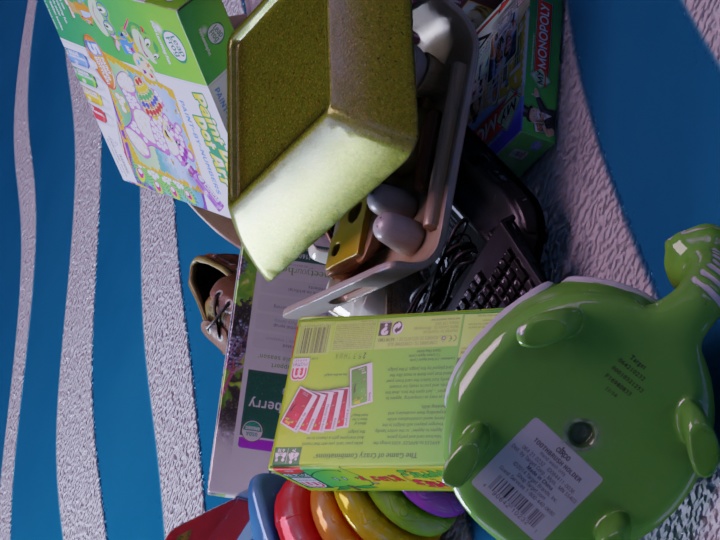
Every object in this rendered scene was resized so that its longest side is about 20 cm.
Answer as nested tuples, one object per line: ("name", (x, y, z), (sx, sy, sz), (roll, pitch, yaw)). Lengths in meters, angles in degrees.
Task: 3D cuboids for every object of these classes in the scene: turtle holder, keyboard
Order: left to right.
("keyboard", (0.055, 0.048, 1.509), (0.104, 0.039, 0.200), (62, 142, 31))
("turtle holder", (0.119, 0.056, 1.259), (0.132, 0.140, 0.186), (-81, 4, -77))

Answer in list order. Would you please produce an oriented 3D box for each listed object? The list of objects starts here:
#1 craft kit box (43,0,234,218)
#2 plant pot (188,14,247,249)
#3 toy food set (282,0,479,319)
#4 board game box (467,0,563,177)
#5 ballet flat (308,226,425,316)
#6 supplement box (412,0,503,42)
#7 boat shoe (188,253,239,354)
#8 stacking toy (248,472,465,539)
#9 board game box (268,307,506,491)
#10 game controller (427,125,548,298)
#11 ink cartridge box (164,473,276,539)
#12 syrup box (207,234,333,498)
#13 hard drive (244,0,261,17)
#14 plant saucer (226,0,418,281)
("craft kit box", (-0.148, -0.140, 1.810), (0.048, 0.201, 0.197), (-40, 35, -28))
("plant pot", (-0.069, -0.127, 1.898), (0.134, 0.201, 0.200), (-38, 5, -26))
("toy food set", (0.005, -0.072, 1.567), (0.143, 0.060, 0.201), (-26, 47, 55))
("board game box", (0.080, -0.102, 1.662), (0.200, 0.029, 0.135), (-45, 33, 52))
("ballet flat", (0.000, 0.000, 1.666), (0.068, 0.067, 0.200), (113, 147, -40))
("supplement box", (0.030, -0.198, 1.756), (0.200, 0.110, 0.086), (-48, 31, 48))
("boat shoe", (-0.097, 0.043, 1.898), (0.072, 0.068, 0.200), (-66, 21, 12))
("stacking toy", (0.029, 0.137, 1.509), (0.200, 0.109, 0.116), (-45, 47, 32))
("board game box", (0.043, 0.080, 1.441), (0.199, 0.048, 0.102), (-4, 67, 38))
("game controller", (0.069, -0.035, 1.575), (0.200, 0.042, 0.105), (-127, 35, -55))
("ink cartridge box", (-0.085, 0.210, 1.629), (0.200, 0.050, 0.161), (-26, -27, -52))
("syrup box", (-0.062, 0.072, 1.752), (0.081, 0.078, 0.201), (140, 138, -85))
("hard drive", (-0.039, -0.214, 1.736), (0.140, 0.038, 0.200), (-60, 22, 30))
("plant saucer", (-0.036, -0.125, 1.570), (0.200, 0.048, 0.201), (-40, 44, 48))
